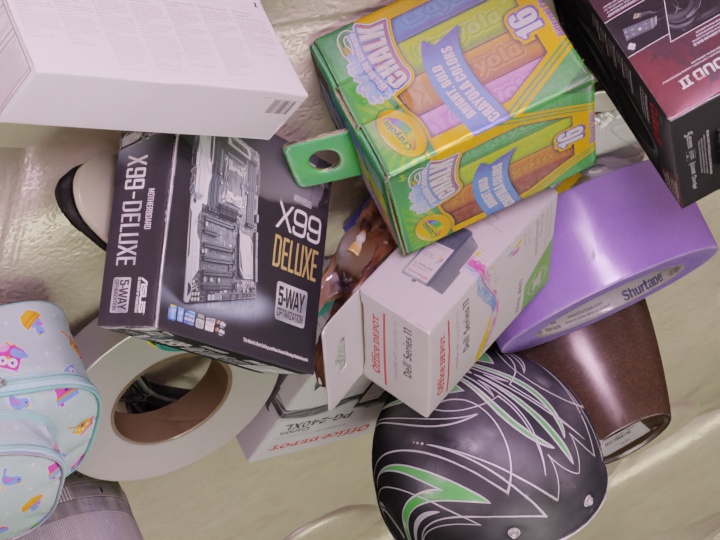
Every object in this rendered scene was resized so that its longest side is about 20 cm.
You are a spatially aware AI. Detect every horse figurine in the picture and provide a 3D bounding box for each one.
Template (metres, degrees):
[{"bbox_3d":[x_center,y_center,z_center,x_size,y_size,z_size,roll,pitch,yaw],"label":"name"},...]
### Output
[{"bbox_3d":[0.000,0.000,1.292,0.200,0.050,0.133,-61,179,43],"label":"horse figurine"}]

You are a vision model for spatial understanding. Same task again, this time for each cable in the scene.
[{"bbox_3d":[-0.181,0.119,1.467,0.097,0.050,0.200,-22,155,-5],"label":"cable"}]

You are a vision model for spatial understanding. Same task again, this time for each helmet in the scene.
[{"bbox_3d":[0.108,0.162,1.464,0.200,0.200,0.191,-15,153,-26],"label":"helmet"}]

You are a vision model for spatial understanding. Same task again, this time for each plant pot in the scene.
[{"bbox_3d":[0.198,0.073,1.579,0.187,0.200,0.187,-22,155,-11],"label":"plant pot"}]

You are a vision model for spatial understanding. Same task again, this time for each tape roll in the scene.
[{"bbox_3d":[-0.161,0.093,1.402,0.202,0.037,0.203,-20,142,-17],"label":"tape roll"},{"bbox_3d":[0.189,-0.011,1.417,0.200,0.085,0.200,-24,170,-5],"label":"tape roll"}]

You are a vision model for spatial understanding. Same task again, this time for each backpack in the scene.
[{"bbox_3d":[-0.286,0.114,1.240,0.200,0.153,0.176,-20,150,-30],"label":"backpack"}]

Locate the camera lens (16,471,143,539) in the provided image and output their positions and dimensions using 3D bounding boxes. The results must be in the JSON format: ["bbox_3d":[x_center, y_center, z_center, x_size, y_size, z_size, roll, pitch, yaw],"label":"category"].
[{"bbox_3d":[-0.263,0.273,1.504,0.160,0.200,0.160,-22,155,-11],"label":"camera lens"}]

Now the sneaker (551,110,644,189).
[{"bbox_3d":[0.165,-0.119,1.341,0.200,0.078,0.099,-16,148,-43],"label":"sneaker"}]

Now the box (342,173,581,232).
[{"bbox_3d":[0.078,-0.060,1.395,0.200,0.042,0.119,-2,146,-39],"label":"box"}]

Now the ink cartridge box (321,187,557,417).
[{"bbox_3d":[0.059,0.024,1.251,0.200,0.067,0.117,-46,154,-26],"label":"ink cartridge box"}]

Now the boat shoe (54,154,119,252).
[{"bbox_3d":[-0.148,-0.029,1.177,0.063,0.074,0.201,-6,167,26],"label":"boat shoe"}]

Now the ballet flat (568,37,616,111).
[{"bbox_3d":[0.204,-0.156,1.281,0.200,0.075,0.068,-22,137,-12],"label":"ballet flat"}]

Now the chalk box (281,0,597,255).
[{"bbox_3d":[0.046,-0.104,1.170,0.200,0.124,0.124,-27,156,-3],"label":"chalk box"}]

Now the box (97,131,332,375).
[{"bbox_3d":[-0.093,-0.021,1.158,0.050,0.158,0.200,0,168,29],"label":"box"}]

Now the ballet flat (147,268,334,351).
[{"bbox_3d":[-0.103,0.016,1.318,0.200,0.067,0.067,-10,145,-49],"label":"ballet flat"}]

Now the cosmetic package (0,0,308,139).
[{"bbox_3d":[-0.131,-0.126,1.004,0.200,0.083,0.051,0,147,-45],"label":"cosmetic package"}]

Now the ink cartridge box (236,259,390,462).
[{"bbox_3d":[-0.021,0.075,1.500,0.145,0.083,0.200,-10,149,-36],"label":"ink cartridge box"}]

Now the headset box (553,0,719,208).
[{"bbox_3d":[0.204,-0.147,1.154,0.077,0.200,0.149,-29,156,2],"label":"headset box"}]
